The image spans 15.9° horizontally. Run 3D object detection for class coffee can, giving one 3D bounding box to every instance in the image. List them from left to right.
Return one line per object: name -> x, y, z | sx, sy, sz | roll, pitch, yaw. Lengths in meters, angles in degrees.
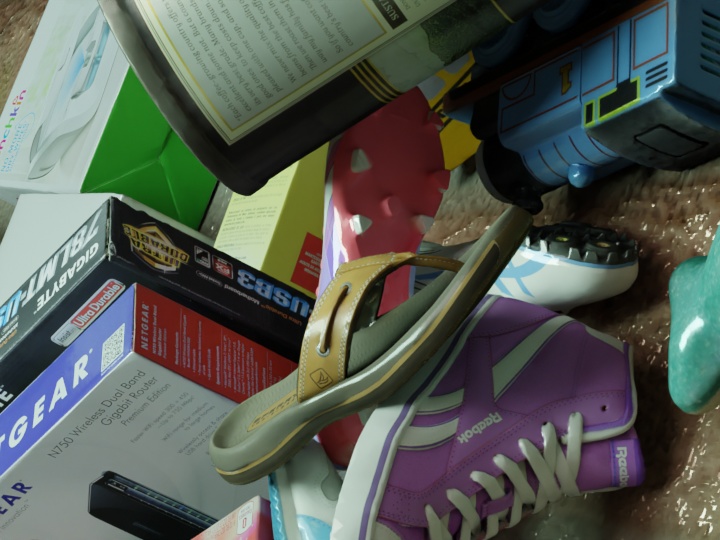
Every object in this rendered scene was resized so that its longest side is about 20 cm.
coffee can -> -0.009, -0.149, 1.213 | 0.199, 0.147, 0.147 | -31, 37, 11

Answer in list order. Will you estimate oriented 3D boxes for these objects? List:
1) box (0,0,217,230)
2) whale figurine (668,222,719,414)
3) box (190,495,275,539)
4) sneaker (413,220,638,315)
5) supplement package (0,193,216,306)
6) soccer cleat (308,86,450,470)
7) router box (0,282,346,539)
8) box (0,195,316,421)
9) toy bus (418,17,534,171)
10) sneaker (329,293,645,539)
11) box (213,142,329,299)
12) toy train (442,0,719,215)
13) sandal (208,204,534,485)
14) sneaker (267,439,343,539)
box -> -0.151, -0.126, 1.729 | 0.176, 0.096, 0.201 | 9, 75, 58
whale figurine -> 0.186, -0.016, 1.066 | 0.200, 0.103, 0.160 | -33, 41, 43
box -> -0.077, 0.211, 1.320 | 0.200, 0.094, 0.103 | -35, 40, 41
sneaker -> 0.068, 0.013, 1.289 | 0.199, 0.071, 0.073 | -7, 86, 53
supplement package -> -0.172, 0.065, 1.586 | 0.155, 0.110, 0.201 | 3, 68, 59
soccer cleat -> 0.000, 0.000, 1.271 | 0.076, 0.066, 0.202 | -26, 58, 53
router box -> -0.103, 0.114, 1.358 | 0.200, 0.179, 0.049 | -42, 34, 34
box -> -0.109, 0.070, 1.384 | 0.200, 0.198, 0.050 | -41, 36, 33
toy bus -> 0.076, -0.139, 1.377 | 0.200, 0.078, 0.065 | -47, 32, 27
sneaker -> 0.064, 0.089, 1.150 | 0.114, 0.073, 0.201 | 16, 49, 20
box -> -0.054, 0.002, 1.506 | 0.075, 0.050, 0.201 | -6, 61, 57
toy train -> 0.121, -0.098, 1.267 | 0.199, 0.086, 0.115 | -24, 53, 49
sandal -> -0.005, 0.027, 1.166 | 0.200, 0.055, 0.082 | -35, 11, 34
sneaker -> 0.013, 0.157, 1.193 | 0.077, 0.080, 0.201 | 86, 160, -55
